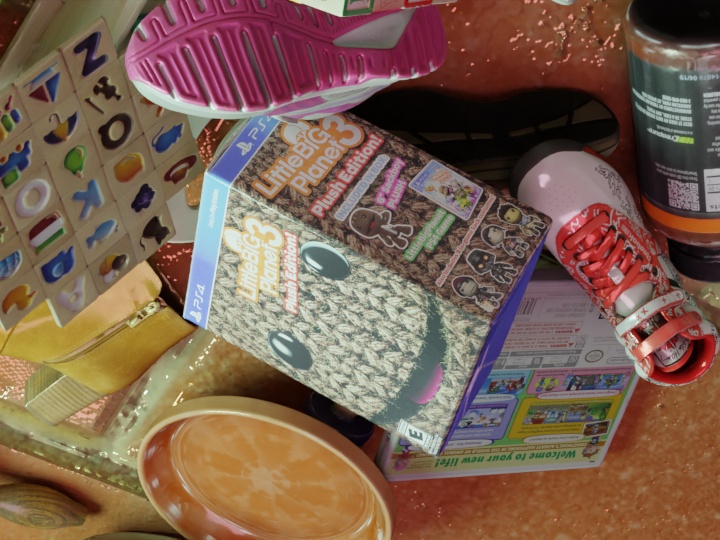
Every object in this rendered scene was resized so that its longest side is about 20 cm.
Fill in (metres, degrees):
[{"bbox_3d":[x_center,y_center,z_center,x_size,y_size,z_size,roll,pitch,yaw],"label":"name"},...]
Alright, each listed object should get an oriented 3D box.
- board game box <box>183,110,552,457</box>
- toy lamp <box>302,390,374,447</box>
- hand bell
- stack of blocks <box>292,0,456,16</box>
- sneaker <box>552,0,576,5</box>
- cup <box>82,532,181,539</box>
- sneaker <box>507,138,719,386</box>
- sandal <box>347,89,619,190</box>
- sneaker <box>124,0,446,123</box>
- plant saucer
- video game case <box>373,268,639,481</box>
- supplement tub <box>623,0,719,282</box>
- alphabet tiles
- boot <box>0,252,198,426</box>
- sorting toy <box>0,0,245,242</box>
[{"bbox_3d":[0.000,0.000,1.138,0.199,0.097,0.160,28,144,10],"label":"board game box"},{"bbox_3d":[0.008,0.064,1.288,0.058,0.058,0.201,18,118,-19],"label":"toy lamp"},{"bbox_3d":[-0.294,0.166,1.311,0.199,0.104,0.104,18,121,-32],"label":"hand bell"},{"bbox_3d":[-0.049,-0.205,1.012,0.115,0.199,0.059,-19,127,-52],"label":"stack of blocks"},{"bbox_3d":[0.192,-0.220,1.102,0.199,0.081,0.075,-23,123,7],"label":"sneaker"},{"bbox_3d":[-0.174,0.283,1.351,0.199,0.200,0.144,5,97,-11],"label":"cup"},{"bbox_3d":[0.175,0.000,1.171,0.067,0.108,0.201,-35,135,8],"label":"sneaker"},{"bbox_3d":[0.075,-0.077,1.189,0.200,0.080,0.058,-2,139,-7],"label":"sandal"},{"bbox_3d":[-0.050,-0.123,1.063,0.199,0.082,0.088,-6,168,-28],"label":"sneaker"},{"bbox_3d":[-0.069,0.161,1.320,0.199,0.032,0.201,12,137,11],"label":"plant saucer"},{"bbox_3d":[0.122,0.076,1.300,0.199,0.022,0.183,-1,126,-28],"label":"video game case"},{"bbox_3d":[0.234,-0.091,1.180,0.106,0.107,0.201,-11,126,0],"label":"supplement tub"},{"bbox_3d":[-0.168,-0.054,1.061,0.166,0.006,0.200,-42,148,-21],"label":"alphabet tiles"},{"bbox_3d":[-0.218,0.011,1.220,0.144,0.071,0.201,-38,124,11],"label":"boot"},{"bbox_3d":[-0.137,-0.097,1.137,0.179,0.107,0.200,24,108,-37],"label":"sorting toy"}]
